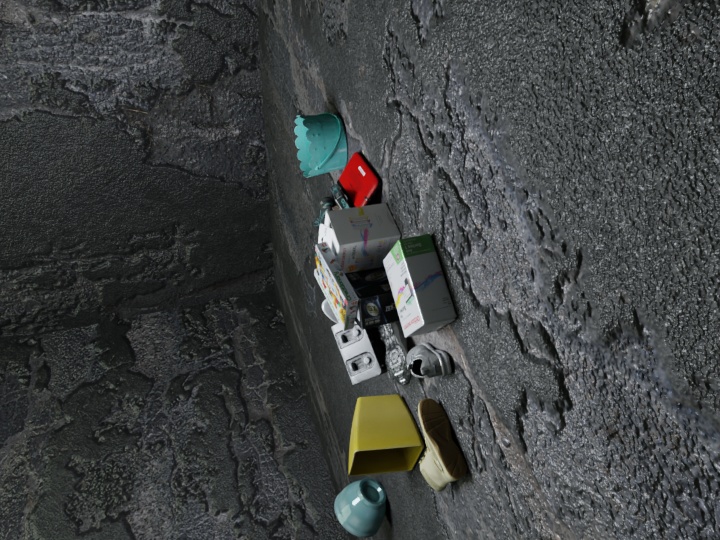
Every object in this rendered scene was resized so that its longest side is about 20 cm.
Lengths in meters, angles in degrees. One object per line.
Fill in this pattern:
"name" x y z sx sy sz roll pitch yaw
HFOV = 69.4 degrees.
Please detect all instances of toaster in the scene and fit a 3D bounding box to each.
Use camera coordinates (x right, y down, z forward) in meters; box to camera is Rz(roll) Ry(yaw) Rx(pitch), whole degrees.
"toaster" 0.021 0.218 1.510 0.200 0.118 0.182 4 -118 -66

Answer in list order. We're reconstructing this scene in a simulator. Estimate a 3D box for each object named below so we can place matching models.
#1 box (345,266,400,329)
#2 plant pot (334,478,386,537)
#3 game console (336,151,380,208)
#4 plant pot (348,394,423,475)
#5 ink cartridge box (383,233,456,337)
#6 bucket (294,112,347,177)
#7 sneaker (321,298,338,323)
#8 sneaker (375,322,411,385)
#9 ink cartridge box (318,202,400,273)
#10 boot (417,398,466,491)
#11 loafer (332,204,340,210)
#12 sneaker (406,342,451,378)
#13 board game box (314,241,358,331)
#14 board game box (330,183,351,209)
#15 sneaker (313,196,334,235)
"box" 0.044 0.064 1.375 0.200 0.162 0.087 -136 39 -65
"plant pot" 0.018 0.881 1.978 0.135 0.199 0.201 -60 35 24
"game console" 0.017 -0.223 1.544 0.173 0.118 0.201 -56 38 23
"plant pot" 0.062 0.486 1.562 0.201 0.198 0.177 99 166 -50
"ink cartridge box" 0.132 0.039 1.199 0.145 0.083 0.202 124 133 -68
"bucket" -0.131 -0.417 1.718 0.207 0.134 0.209 168 90 -74
"sneaker" -0.044 0.134 1.669 0.074 0.199 0.112 -69 21 1
"sneaker" 0.105 0.214 1.425 0.074 0.079 0.202 -32 59 33
"ink cartridge box" -0.012 -0.083 1.405 0.129 0.198 0.126 100 154 -51
"boot" 0.182 0.437 1.299 0.156 0.072 0.201 107 143 -53
"loafer" -0.053 -0.129 1.724 0.073 0.070 0.202 62 -161 -82
"sneaker" 0.145 0.221 1.270 0.200 0.081 0.075 153 106 -73
"board game box" -0.066 0.040 1.338 0.127 0.034 0.201 98 148 -50
"board game box" -0.039 -0.184 1.573 0.136 0.028 0.200 57 -176 -20
"sneaker" -0.135 -0.187 1.985 0.201 0.075 0.080 102 150 -53
